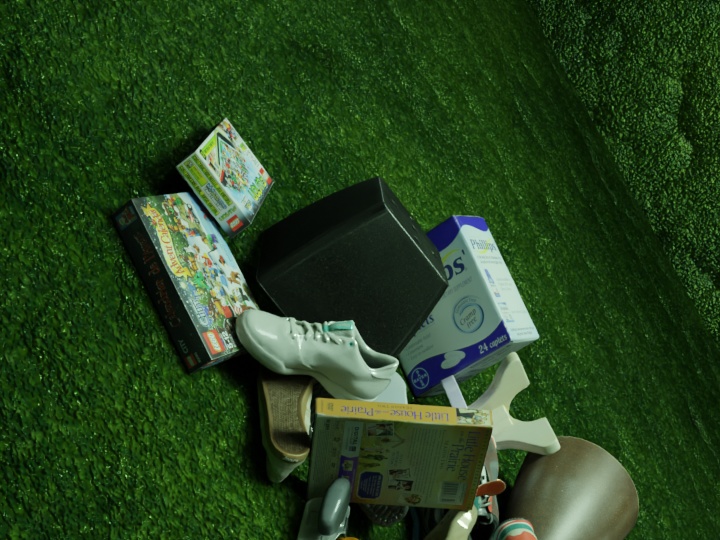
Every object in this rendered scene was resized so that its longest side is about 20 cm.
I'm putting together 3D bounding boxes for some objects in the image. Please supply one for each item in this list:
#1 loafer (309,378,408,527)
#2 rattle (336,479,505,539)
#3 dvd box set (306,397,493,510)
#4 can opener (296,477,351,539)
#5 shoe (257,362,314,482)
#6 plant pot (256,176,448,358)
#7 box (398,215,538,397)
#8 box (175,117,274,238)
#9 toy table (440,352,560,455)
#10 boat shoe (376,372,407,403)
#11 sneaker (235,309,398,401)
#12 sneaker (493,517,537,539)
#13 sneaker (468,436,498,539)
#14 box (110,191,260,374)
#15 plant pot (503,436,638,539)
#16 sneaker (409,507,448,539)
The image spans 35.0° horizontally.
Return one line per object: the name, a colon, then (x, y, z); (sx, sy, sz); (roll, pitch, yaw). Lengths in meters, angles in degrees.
loafer: (-0.011, 0.219, 1.390); (0.202, 0.074, 0.070); (61, -3, 6)
rattle: (0.067, 0.295, 1.349); (0.141, 0.131, 0.201); (30, 66, 13)
dvd box set: (0.041, 0.208, 1.283); (0.196, 0.148, 0.030); (4, 41, -3)
can opener: (-0.050, 0.309, 1.220); (0.202, 0.052, 0.067); (-76, 168, -51)
shoe: (-0.091, 0.159, 1.327); (0.069, 0.054, 0.202); (11, 36, -10)
plant pot: (0.000, 0.000, 1.444); (0.200, 0.176, 0.201); (49, 12, -16)
box: (0.129, 0.052, 1.664); (0.104, 0.183, 0.203); (1, 61, -57)
box: (-0.168, -0.121, 1.444); (0.111, 0.034, 0.200); (53, 14, -13)
toy table: (0.197, 0.210, 1.605); (0.201, 0.116, 0.185); (63, 3, -46)
boat shoe: (0.039, 0.204, 1.481); (0.070, 0.069, 0.201); (-10, 39, -18)
sneaker: (-0.046, 0.083, 1.318); (0.198, 0.089, 0.076); (28, 35, -23)
sneaker: (0.216, 0.427, 1.475); (0.094, 0.069, 0.203); (-108, -172, -71)
sneaker: (0.154, 0.285, 1.499); (0.082, 0.076, 0.204); (-111, -171, -74)
box: (-0.190, 0.009, 1.314); (0.202, 0.037, 0.136); (62, 26, 6)
plant pot: (0.275, 0.370, 1.624); (0.188, 0.186, 0.200); (56, 41, -4)
sneaker: (0.101, 0.298, 1.471); (0.070, 0.082, 0.202); (31, 37, -43)
